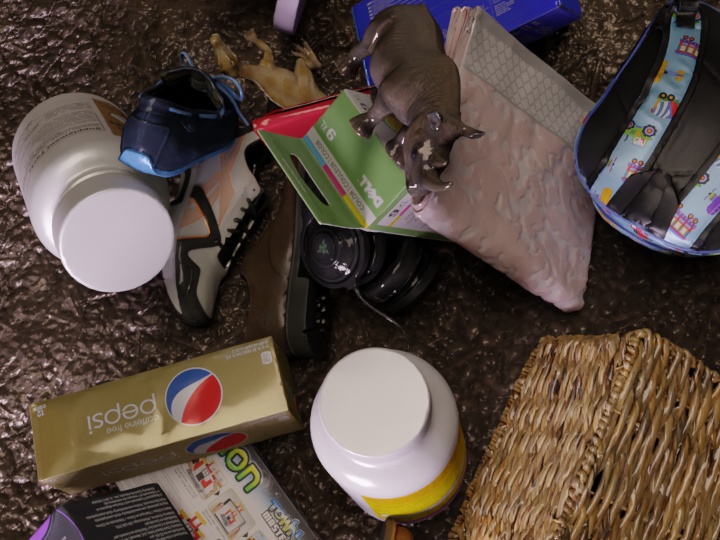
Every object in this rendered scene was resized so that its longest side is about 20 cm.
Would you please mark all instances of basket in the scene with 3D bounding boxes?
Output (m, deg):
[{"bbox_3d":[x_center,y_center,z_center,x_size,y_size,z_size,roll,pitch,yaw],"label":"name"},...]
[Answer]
[{"bbox_3d":[0.188,0.159,0.791,0.143,0.149,0.200,31,73,-16],"label":"basket"}]

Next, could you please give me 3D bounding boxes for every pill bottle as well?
[{"bbox_3d":[0.022,0.120,0.755,0.104,0.200,0.104,-3,69,7],"label":"pill bottle"},{"bbox_3d":[-0.222,-0.066,0.867,0.114,0.114,0.200,-34,35,-5],"label":"pill bottle"}]

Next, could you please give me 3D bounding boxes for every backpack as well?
[{"bbox_3d":[0.271,-0.095,0.837,0.182,0.135,0.200,33,76,17],"label":"backpack"}]

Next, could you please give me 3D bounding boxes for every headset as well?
[{"bbox_3d":[0.000,0.000,0.853,0.094,0.123,0.200,-38,43,34],"label":"headset"}]

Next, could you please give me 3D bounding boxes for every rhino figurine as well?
[{"bbox_3d":[0.037,-0.124,0.749,0.087,0.060,0.200,-48,36,27],"label":"rhino figurine"}]

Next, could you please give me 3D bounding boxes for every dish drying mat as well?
[{"bbox_3d":[0.011,-0.141,0.892,0.200,0.077,0.018,-14,76,6],"label":"dish drying mat"}]

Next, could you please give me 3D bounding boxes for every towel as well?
[{"bbox_3d":[0.129,-0.088,0.836,0.032,0.200,0.191,-10,59,47],"label":"towel"}]

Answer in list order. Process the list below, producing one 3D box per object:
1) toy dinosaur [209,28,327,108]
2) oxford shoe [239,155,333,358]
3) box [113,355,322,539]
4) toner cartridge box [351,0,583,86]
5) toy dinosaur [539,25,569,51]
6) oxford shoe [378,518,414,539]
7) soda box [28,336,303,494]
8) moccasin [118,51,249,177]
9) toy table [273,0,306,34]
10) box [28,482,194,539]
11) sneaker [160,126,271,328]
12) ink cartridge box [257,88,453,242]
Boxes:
[{"bbox_3d":[-0.060,-0.166,0.947,0.058,0.200,0.101,-56,33,27],"label":"toy dinosaur"},{"bbox_3d":[-0.067,-0.020,0.895,0.084,0.073,0.200,-5,60,23],"label":"oxford shoe"},{"bbox_3d":[-0.126,0.180,0.842,0.110,0.035,0.200,-36,68,-7],"label":"box"},{"bbox_3d":[0.087,-0.225,0.903,0.200,0.043,0.095,-20,75,37],"label":"toner cartridge box"},{"bbox_3d":[0.120,-0.247,0.960,0.136,0.102,0.200,4,94,24],"label":"toy dinosaur"},{"bbox_3d":[0.035,0.286,0.765,0.071,0.071,0.200,1,78,-2],"label":"oxford shoe"},{"bbox_3d":[-0.151,0.115,0.815,0.200,0.068,0.064,-16,68,1],"label":"soda box"},{"bbox_3d":[-0.134,-0.133,0.851,0.080,0.200,0.068,17,113,-2],"label":"moccasin"},{"bbox_3d":[-0.093,-0.325,0.974,0.117,0.184,0.200,14,58,-4],"label":"toy table"},{"bbox_3d":[-0.163,0.274,0.752,0.122,0.106,0.200,-47,67,21],"label":"box"},{"bbox_3d":[-0.125,-0.046,0.912,0.080,0.074,0.200,2,69,7],"label":"sneaker"},{"bbox_3d":[0.023,-0.084,0.836,0.059,0.200,0.104,-46,62,27],"label":"ink cartridge box"}]
